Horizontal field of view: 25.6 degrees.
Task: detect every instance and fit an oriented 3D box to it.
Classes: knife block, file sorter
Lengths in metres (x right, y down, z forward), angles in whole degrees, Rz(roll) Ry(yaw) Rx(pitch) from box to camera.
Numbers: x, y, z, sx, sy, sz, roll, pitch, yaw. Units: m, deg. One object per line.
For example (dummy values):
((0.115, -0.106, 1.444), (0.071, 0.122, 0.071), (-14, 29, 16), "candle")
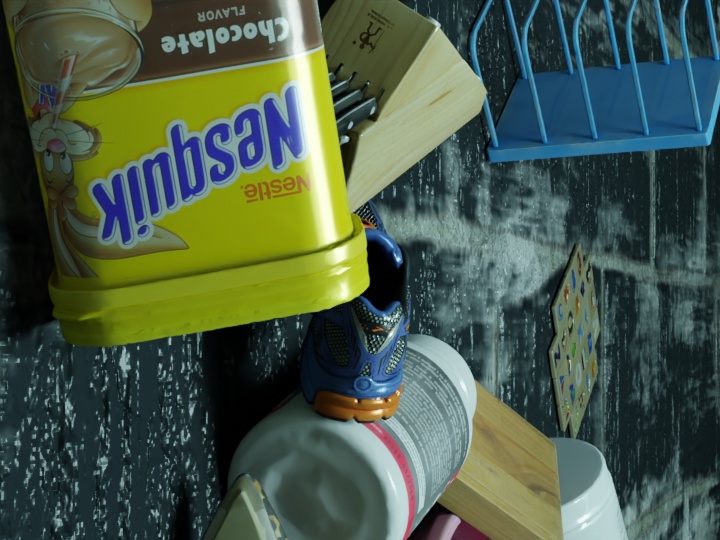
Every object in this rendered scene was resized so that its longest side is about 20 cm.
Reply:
((-0.015, -0.073, 0.929), (0.176, 0.064, 0.200), (-56, 162, 2), "knife block")
((0.210, -0.189, 1.401), (0.139, 0.198, 0.123), (-64, 144, -49), "file sorter")

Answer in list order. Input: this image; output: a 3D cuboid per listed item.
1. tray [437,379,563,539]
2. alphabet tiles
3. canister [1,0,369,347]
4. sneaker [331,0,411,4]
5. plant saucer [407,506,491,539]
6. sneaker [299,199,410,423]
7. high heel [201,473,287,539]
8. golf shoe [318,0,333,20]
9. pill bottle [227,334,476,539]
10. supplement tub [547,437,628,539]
((0.089, 0.138, 1.195), (0.200, 0.037, 0.099), (40, 39, -42), "tray")
((0.233, 0.076, 1.717), (0.200, 0.006, 0.168), (-58, 142, -54), "alphabet tiles")
((-0.082, -0.080, 0.715), (0.087, 0.147, 0.202), (-108, -171, -74), "canister")
((-0.017, -0.207, 0.915), (0.199, 0.073, 0.088), (2, 75, -42), "sneaker")
((0.060, 0.277, 1.206), (0.200, 0.050, 0.203), (0, 90, -68), "plant saucer")
((0.000, 0.000, 0.937), (0.201, 0.075, 0.079), (-104, -153, -51), "sneaker")
((-0.055, 0.215, 0.905), (0.143, 0.071, 0.202), (19, 71, -78), "high heel")
((0.000, -0.140, 1.051), (0.200, 0.077, 0.089), (48, 61, -51), "golf shoe")
((0.006, 0.107, 0.984), (0.200, 0.110, 0.112), (-37, 124, -64), "pill bottle")
((0.171, 0.261, 1.356), (0.132, 0.131, 0.202), (-52, 130, -58), "supplement tub")
